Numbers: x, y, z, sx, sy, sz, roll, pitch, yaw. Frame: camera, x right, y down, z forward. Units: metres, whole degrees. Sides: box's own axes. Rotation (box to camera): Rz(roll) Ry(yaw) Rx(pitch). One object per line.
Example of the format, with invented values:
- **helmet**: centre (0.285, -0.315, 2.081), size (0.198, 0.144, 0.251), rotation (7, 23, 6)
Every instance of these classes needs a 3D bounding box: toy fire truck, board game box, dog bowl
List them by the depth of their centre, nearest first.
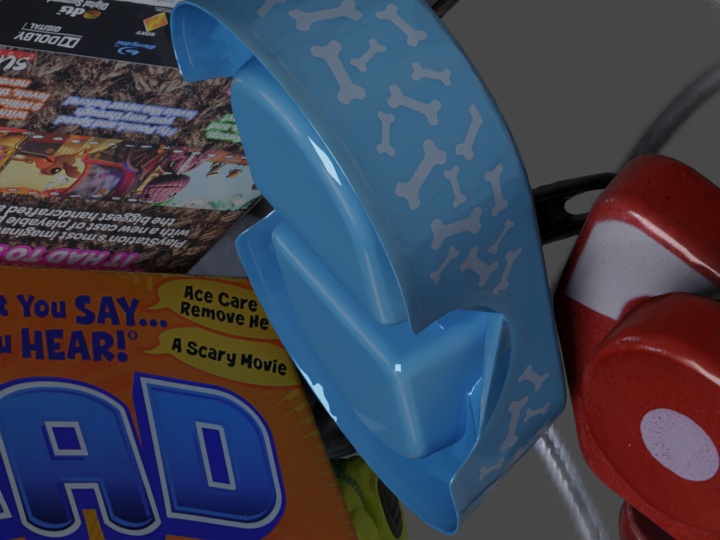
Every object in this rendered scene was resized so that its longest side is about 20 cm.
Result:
- **dog bowl**: centre (0.007, -0.009, 0.813), size (0.112, 0.049, 0.200), rotation (48, 164, 33)
- **toy fire truck**: centre (0.134, 0.064, 0.818), size (0.200, 0.112, 0.168), rotation (36, 144, 13)
- **board game box**: centre (-0.085, -0.081, 0.845), size (0.200, 0.159, 0.097), rotation (-43, 58, 35)
- **board game box**: centre (-0.128, 0.135, 0.875), size (0.200, 0.199, 0.201), rotation (-45, 55, 39)

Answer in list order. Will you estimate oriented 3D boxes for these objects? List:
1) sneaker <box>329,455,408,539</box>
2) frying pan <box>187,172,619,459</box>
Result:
- **sneaker**: centre (-0.044, 0.140, 0.970), size (0.083, 0.074, 0.201), rotation (31, 122, 14)
- **frying pan**: centre (0.000, 0.016, 0.926), size (0.189, 0.031, 0.116), rotation (10, 114, 32)
